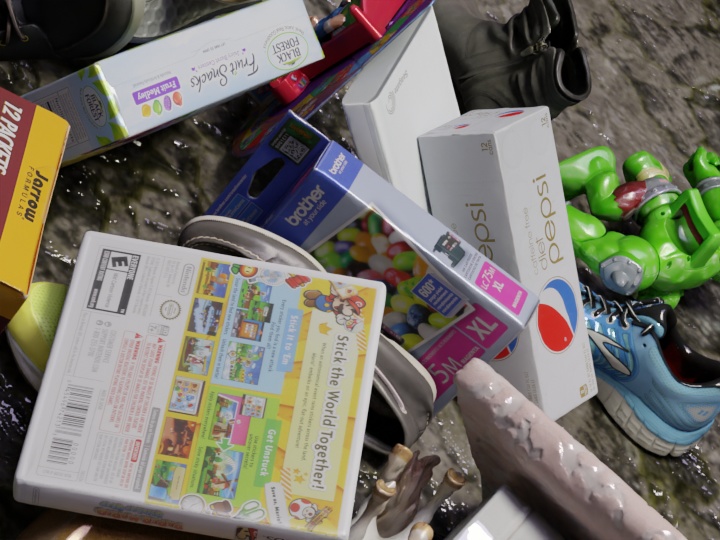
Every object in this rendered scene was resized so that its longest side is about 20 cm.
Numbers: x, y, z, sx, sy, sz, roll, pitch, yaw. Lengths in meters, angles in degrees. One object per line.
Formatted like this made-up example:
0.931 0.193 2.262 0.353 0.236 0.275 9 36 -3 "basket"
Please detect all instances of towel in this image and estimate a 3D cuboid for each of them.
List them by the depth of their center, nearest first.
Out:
0.138 0.157 1.535 0.032 0.191 0.200 -43 65 -15 "towel"

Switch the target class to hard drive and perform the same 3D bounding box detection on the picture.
0.042 -0.057 1.708 0.132 0.027 0.201 -61 141 -51 "hard drive"

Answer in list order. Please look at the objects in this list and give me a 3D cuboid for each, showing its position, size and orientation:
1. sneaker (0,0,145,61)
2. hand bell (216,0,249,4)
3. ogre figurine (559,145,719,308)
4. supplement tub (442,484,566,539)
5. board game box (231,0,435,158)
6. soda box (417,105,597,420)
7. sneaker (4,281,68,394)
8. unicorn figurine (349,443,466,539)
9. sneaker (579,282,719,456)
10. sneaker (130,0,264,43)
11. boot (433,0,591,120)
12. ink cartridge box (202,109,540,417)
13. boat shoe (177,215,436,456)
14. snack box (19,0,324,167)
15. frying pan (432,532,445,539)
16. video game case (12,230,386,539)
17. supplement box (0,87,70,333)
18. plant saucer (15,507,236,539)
-0.219 -0.153 1.565 0.106 0.200 0.075 -15 94 -40 "sneaker"
-0.014 -0.220 1.678 0.200 0.104 0.104 -2 56 -48 "hand bell"
0.208 -0.034 1.875 0.200 0.098 0.120 14 34 -47 "ogre figurine"
0.110 0.238 1.509 0.200 0.132 0.132 45 39 4 "supplement tub"
-0.022 -0.156 1.701 0.039 0.200 0.158 47 2 -14 "board game box"
0.097 -0.002 1.693 0.068 0.063 0.201 -27 111 -49 "soda box"
-0.114 0.052 1.525 0.199 0.090 0.078 28 42 -16 "sneaker"
-0.010 0.173 1.489 0.074 0.138 0.200 45 23 20 "unicorn figurine"
0.175 0.036 1.783 0.200 0.090 0.078 36 39 -8 "sneaker"
-0.156 -0.210 1.709 0.146 0.077 0.202 26 27 37 "sneaker"
0.109 -0.171 1.887 0.067 0.131 0.201 10 49 -34 "boot"
0.000 0.000 1.645 0.200 0.119 0.042 39 40 -5 "ink cartridge box"
-0.035 0.041 1.621 0.200 0.067 0.057 38 34 -11 "boat shoe"
-0.137 -0.111 1.610 0.200 0.142 0.053 -28 99 -50 "snack box"
0.122 0.226 1.609 0.189 0.031 0.115 11 42 -19 "frying pan"
-0.085 0.066 1.450 0.181 0.023 0.200 10 43 0 "video game case"
-0.290 -0.017 1.351 0.197 0.200 0.133 27 41 -18 "supplement box"
-0.103 0.186 1.384 0.199 0.036 0.201 3 55 -4 "plant saucer"
